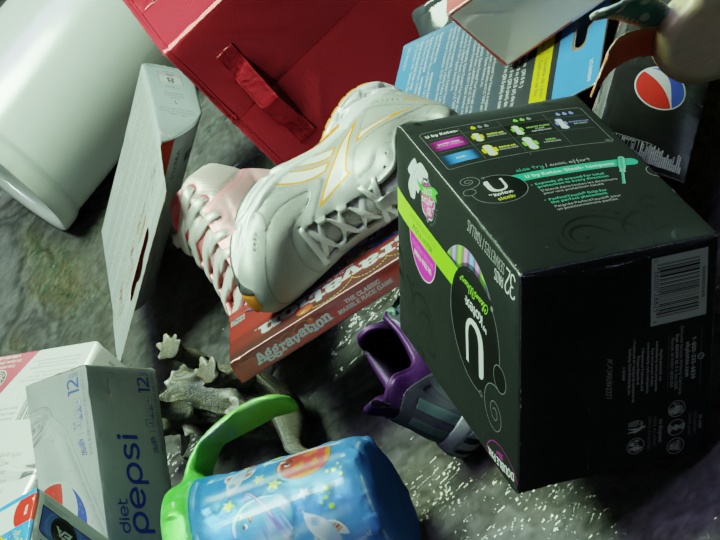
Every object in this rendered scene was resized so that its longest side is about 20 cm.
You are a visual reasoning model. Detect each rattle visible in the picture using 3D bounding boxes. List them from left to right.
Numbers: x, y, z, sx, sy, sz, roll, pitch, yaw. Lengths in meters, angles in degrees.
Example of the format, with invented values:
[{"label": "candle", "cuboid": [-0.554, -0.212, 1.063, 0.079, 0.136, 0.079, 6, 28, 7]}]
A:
[{"label": "rattle", "cuboid": [0.216, -0.181, 1.492, 0.200, 0.130, 0.143, -22, 47, 0]}]

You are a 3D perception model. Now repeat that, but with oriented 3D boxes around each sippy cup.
[{"label": "sippy cup", "cuboid": [-0.034, 0.169, 1.456, 0.130, 0.178, 0.140, -26, 8, 14]}]

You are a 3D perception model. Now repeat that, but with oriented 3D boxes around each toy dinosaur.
[{"label": "toy dinosaur", "cuboid": [-0.084, 0.090, 1.635, 0.200, 0.102, 0.077, 1, 81, 35]}]

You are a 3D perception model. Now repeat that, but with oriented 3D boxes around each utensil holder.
[{"label": "utensil holder", "cuboid": [-0.257, -0.164, 2.041, 0.200, 0.170, 0.170, -52, 32, -8]}]

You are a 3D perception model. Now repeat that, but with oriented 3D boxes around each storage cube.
[{"label": "storage cube", "cuboid": [-0.060, -0.207, 1.843, 0.180, 0.171, 0.200, -43, 31, 4]}]

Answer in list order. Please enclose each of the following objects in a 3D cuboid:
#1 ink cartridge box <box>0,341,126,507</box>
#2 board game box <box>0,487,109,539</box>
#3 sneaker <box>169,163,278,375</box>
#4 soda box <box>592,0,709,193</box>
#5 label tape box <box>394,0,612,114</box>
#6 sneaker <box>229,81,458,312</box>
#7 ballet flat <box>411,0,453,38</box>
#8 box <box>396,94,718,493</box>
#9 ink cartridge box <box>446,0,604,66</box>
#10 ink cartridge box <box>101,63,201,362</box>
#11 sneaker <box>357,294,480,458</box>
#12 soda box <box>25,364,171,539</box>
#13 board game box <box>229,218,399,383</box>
[{"label": "ink cartridge box", "cuboid": [-0.250, 0.163, 1.757, 0.145, 0.085, 0.200, -10, 46, 45]}, {"label": "board game box", "cuboid": [-0.156, 0.265, 1.421, 0.056, 0.200, 0.196, -29, 35, 29]}, {"label": "sneaker", "cuboid": [-0.093, -0.006, 1.714, 0.200, 0.104, 0.075, -85, 12, -50]}, {"label": "soda box", "cuboid": [0.190, -0.125, 1.531, 0.071, 0.063, 0.200, 109, 180, -57]}, {"label": "label tape box", "cuboid": [0.111, -0.126, 1.651, 0.200, 0.063, 0.144, -22, 40, 36]}, {"label": "sneaker", "cuboid": [-0.006, -0.050, 1.569, 0.092, 0.076, 0.200, 10, 54, 44]}, {"label": "ballet flat", "cuboid": [0.114, -0.237, 1.755, 0.200, 0.073, 0.073, -45, 32, 9]}, {"label": "box", "cuboid": [0.110, 0.008, 1.388, 0.124, 0.149, 0.200, -11, 30, -16]}, {"label": "ink cartridge box", "cuboid": [0.122, -0.251, 1.642, 0.116, 0.067, 0.200, -34, 34, 30]}, {"label": "ink cartridge box", "cuboid": [-0.156, -0.042, 1.819, 0.200, 0.057, 0.163, -113, 34, -54]}, {"label": "sneaker", "cuboid": [0.042, 0.027, 1.532, 0.074, 0.087, 0.200, -55, 24, 35]}, {"label": "soda box", "cuboid": [-0.168, 0.166, 1.581, 0.063, 0.068, 0.200, -20, 74, 38]}, {"label": "board game box", "cuboid": [0.000, 0.000, 1.575, 0.200, 0.019, 0.103, -32, 17, 6]}]
